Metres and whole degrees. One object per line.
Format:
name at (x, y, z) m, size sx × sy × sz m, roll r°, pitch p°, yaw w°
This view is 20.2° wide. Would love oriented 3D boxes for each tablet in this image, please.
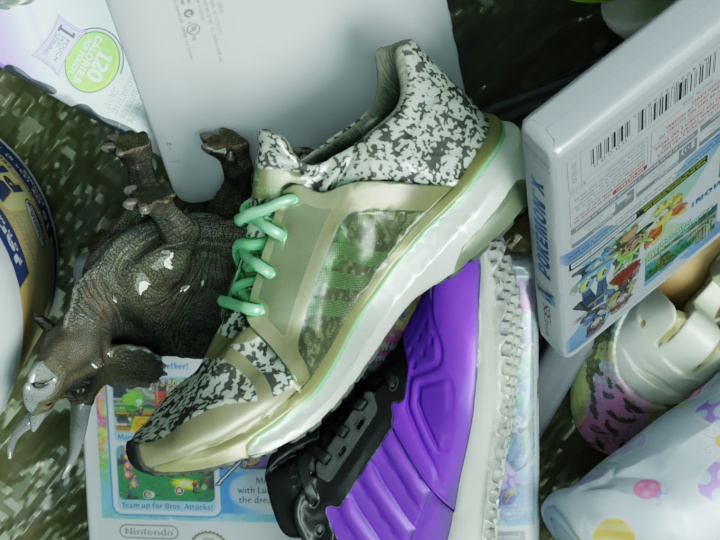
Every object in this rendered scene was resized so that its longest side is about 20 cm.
tablet at (-0.034, -0.116, 0.779) m, size 0.129 × 0.014 × 0.201 m, roll -18°, pitch 135°, yaw -3°

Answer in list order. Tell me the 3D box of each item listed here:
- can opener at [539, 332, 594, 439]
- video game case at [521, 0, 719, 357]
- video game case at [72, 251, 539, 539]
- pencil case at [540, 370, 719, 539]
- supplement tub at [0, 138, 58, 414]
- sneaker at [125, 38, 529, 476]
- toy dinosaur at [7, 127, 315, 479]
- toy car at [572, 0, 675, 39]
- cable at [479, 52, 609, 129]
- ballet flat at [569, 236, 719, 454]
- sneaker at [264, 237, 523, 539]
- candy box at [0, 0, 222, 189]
can opener at (0.042, 0.105, 0.921) m, size 0.053 × 0.067 × 0.201 m, roll 26°, pitch 106°, yaw -7°
video game case at (0.146, -0.067, 0.783) m, size 0.200 × 0.183 × 0.022 m, roll -39°, pitch 66°, yaw -11°
video game case at (-0.022, 0.082, 0.876) m, size 0.198 × 0.024 × 0.184 m, roll 0°, pitch 103°, yaw 7°
pencil case at (0.172, 0.078, 0.859) m, size 0.199 × 0.091 × 0.083 m, roll -37°, pitch 103°, yaw -10°
supplement tub at (-0.203, 0.011, 0.825) m, size 0.143 × 0.200 × 0.146 m, roll -1°, pitch 102°, yaw -2°
sneaker at (-0.025, -0.009, 0.753) m, size 0.200 × 0.077 × 0.089 m, roll -46°, pitch 110°, yaw -18°
toy dinosaur at (-0.058, 0.000, 0.815) m, size 0.199 × 0.077 × 0.103 m, roll -13°, pitch 124°, yaw -29°
toy car at (0.130, -0.189, 0.746) m, size 0.175 × 0.150 × 0.201 m, roll 43°, pitch 70°, yaw -25°
cable at (0.122, -0.074, 0.840) m, size 0.199 × 0.097 × 0.051 m, roll -26°, pitch 92°, yaw -23°
ballet flat at (0.164, 0.003, 0.904) m, size 0.069 × 0.071 × 0.201 m, roll 37°, pitch 98°, yaw -9°
sneaker at (0.010, 0.074, 0.822) m, size 0.099 × 0.070 × 0.202 m, roll 8°, pitch 103°, yaw 7°
candy box at (-0.101, -0.156, 0.860) m, size 0.199 × 0.072 × 0.169 m, roll 29°, pitch 98°, yaw -8°
